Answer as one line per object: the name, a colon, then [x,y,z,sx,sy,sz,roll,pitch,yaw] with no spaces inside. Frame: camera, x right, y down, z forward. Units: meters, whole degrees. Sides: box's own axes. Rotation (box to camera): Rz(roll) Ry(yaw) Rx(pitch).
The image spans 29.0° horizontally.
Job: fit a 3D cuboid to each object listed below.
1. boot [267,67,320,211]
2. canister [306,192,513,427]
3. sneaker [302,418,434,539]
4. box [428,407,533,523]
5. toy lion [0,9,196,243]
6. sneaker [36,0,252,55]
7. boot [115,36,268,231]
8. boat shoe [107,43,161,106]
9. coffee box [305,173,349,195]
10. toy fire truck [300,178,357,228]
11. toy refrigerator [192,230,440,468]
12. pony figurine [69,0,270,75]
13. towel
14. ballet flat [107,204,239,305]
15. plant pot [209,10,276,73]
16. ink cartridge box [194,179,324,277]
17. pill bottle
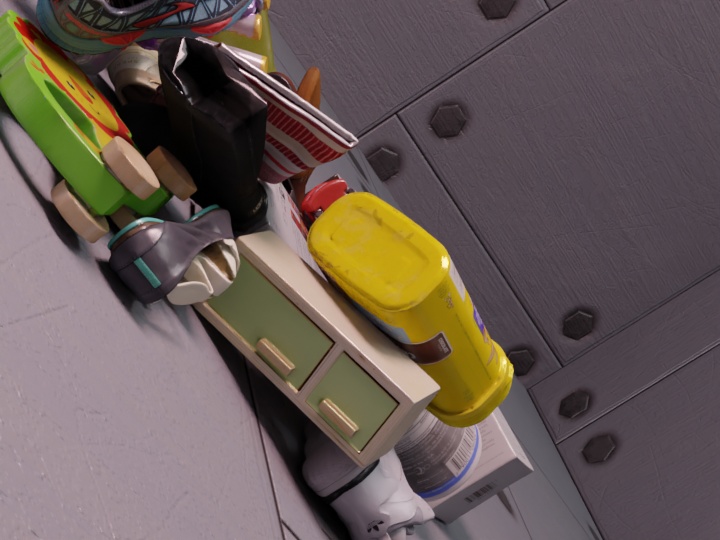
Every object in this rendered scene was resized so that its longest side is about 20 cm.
boot: [-0.065,-0.159,1.457,0.200,0.068,0.189,-66,155,-51]
canister: [0.044,0.035,1.216,0.148,0.087,0.200,38,-13,37]
sneaker: [0.006,0.177,1.232,0.115,0.075,0.200,57,12,-13]
box: [0.097,0.176,1.642,0.201,0.124,0.097,62,8,25]
toy lion: [-0.215,-0.115,1.033,0.192,0.069,0.200,51,5,1]
sneaker: [-0.148,-0.224,1.082,0.080,0.199,0.095,63,-30,2]
boot: [-0.145,-0.122,1.113,0.164,0.066,0.200,31,-16,9]
boat shoe: [-0.176,-0.138,1.360,0.200,0.072,0.065,48,20,-43]
coffee box: [-0.025,-0.001,1.612,0.080,0.113,0.201,50,11,-48]
toy fire truck: [0.000,0.000,1.439,0.201,0.049,0.141,56,-14,-8]
toy refrigerator: [-0.038,0.062,1.143,0.200,0.076,0.070,43,20,12]
pony figurine: [-0.181,-0.231,1.211,0.193,0.198,0.168,96,2,-78]
towel: [-0.096,-0.127,1.181,0.144,0.023,0.200,33,-15,-16]
ballet flat: [-0.134,-0.007,1.069,0.073,0.073,0.200,58,13,2]
plant pot: [-0.174,-0.251,1.441,0.201,0.199,0.194,-112,179,-57]
ink cartridge box: [-0.079,0.009,1.316,0.176,0.084,0.200,57,7,-21]
pill bottle: [0.034,0.139,1.414,0.200,0.113,0.114,52,9,-39]
